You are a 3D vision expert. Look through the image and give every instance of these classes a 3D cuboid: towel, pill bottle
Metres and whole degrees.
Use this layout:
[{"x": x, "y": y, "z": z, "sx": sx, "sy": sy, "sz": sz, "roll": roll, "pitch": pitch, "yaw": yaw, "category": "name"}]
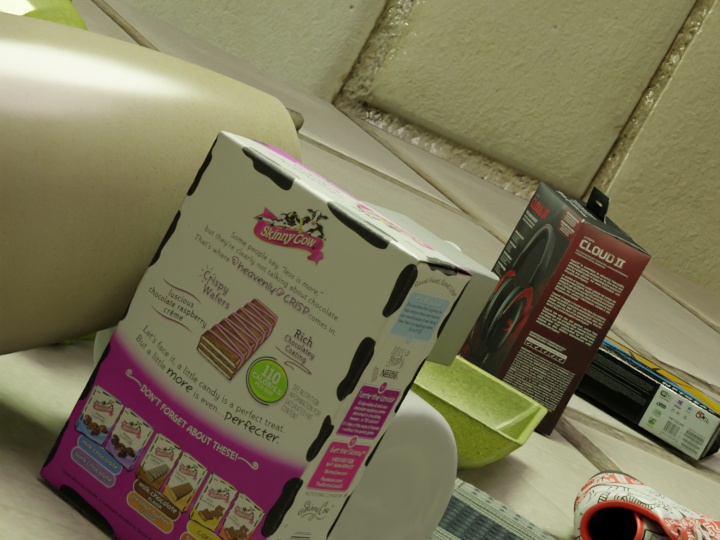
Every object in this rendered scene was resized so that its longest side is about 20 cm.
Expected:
[{"x": 0.023, "y": 0.146, "z": 1.481, "sx": 0.200, "sy": 0.035, "sz": 0.193, "roll": 33, "pitch": 12, "yaw": 9, "category": "towel"}, {"x": -0.053, "y": 0.078, "z": 1.294, "sx": 0.119, "sy": 0.120, "sz": 0.200, "roll": 19, "pitch": 13, "yaw": -49, "category": "pill bottle"}]

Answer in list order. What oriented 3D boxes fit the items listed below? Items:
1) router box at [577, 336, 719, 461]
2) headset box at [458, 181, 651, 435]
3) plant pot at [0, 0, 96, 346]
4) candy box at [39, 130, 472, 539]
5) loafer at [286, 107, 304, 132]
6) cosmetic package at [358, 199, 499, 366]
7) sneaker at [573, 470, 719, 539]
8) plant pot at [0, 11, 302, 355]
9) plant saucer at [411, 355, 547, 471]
[{"x": 0.271, "y": 0.114, "z": 2.373, "sx": 0.200, "sy": 0.051, "sz": 0.149, "roll": 31, "pitch": 7, "yaw": 14, "category": "router box"}, {"x": 0.165, "y": 0.021, "z": 2.074, "sx": 0.075, "sy": 0.201, "sz": 0.149, "roll": 27, "pitch": 10, "yaw": -16, "category": "headset box"}, {"x": -0.198, "y": -0.059, "z": 1.484, "sx": 0.184, "sy": 0.201, "sz": 0.200, "roll": 44, "pitch": 12, "yaw": 15, "category": "plant pot"}, {"x": -0.053, "y": 0.052, "z": 1.174, "sx": 0.136, "sy": 0.201, "sz": 0.061, "roll": 34, "pitch": 11, "yaw": 29, "category": "candy box"}, {"x": -0.158, "y": -0.163, "z": 2.572, "sx": 0.199, "sy": 0.068, "sz": 0.076, "roll": 16, "pitch": -2, "yaw": 28, "category": "loafer"}, {"x": 0.000, "y": 0.000, "z": 1.731, "sx": 0.107, "sy": 0.090, "sz": 0.200, "roll": 35, "pitch": 7, "yaw": 35, "category": "cosmetic package"}, {"x": 0.240, "y": 0.208, "z": 1.685, "sx": 0.201, "sy": 0.067, "sz": 0.108, "roll": 27, "pitch": 9, "yaw": 8, "category": "sneaker"}, {"x": -0.138, "y": -0.047, "z": 1.251, "sx": 0.199, "sy": 0.188, "sz": 0.187, "roll": -2, "pitch": 23, "yaw": -27, "category": "plant pot"}, {"x": 0.034, "y": 0.085, "z": 1.785, "sx": 0.199, "sy": 0.048, "sz": 0.200, "roll": 31, "pitch": 9, "yaw": 7, "category": "plant saucer"}]
